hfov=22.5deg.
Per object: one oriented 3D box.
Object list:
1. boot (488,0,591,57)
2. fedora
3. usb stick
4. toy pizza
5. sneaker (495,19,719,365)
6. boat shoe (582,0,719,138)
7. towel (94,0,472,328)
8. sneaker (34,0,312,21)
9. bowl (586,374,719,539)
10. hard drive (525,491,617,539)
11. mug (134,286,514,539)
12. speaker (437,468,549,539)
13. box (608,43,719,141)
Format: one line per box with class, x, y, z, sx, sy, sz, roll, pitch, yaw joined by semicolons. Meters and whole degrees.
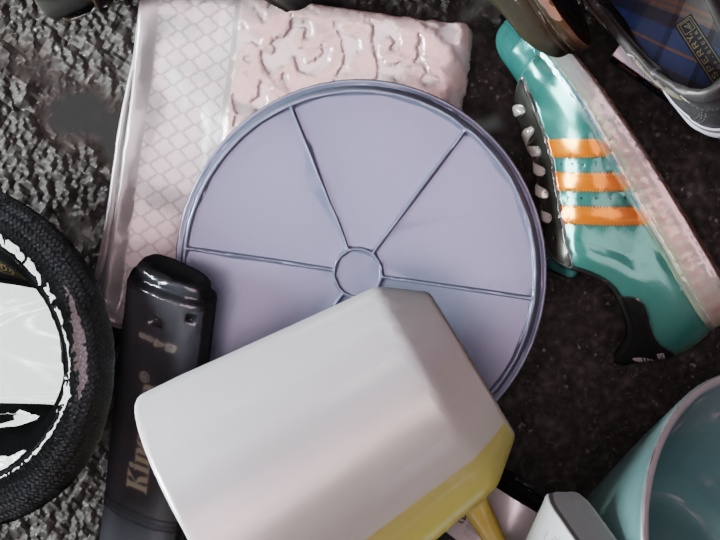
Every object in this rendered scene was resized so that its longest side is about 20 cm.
boot;0.034;-0.162;0.950;0.097;0.075;0.201;-43;65;16
fedora;-0.205;0.042;0.976;0.198;0.091;0.203;1;91;22
usb stick;-0.111;0.090;0.973;0.055;0.033;0.202;24;118;27
toy pizza;0.000;0.000;0.961;0.198;0.032;0.203;1;95;6
sneaker;0.117;-0.042;0.958;0.080;0.071;0.201;-33;85;11
boat shoe;0.137;-0.153;0.918;0.070;0.066;0.201;-34;65;16
towel;-0.044;-0.049;0.994;0.189;0.032;0.202;10;95;5
sneaker;-0.110;-0.160;0.949;0.199;0.075;0.107;36;94;32
bowl;0.183;0.162;0.922;0.105;0.200;0.202;-29;91;50
hard drive;0.090;0.226;0.859;0.026;0.132;0.202;3;122;-30
mug;-0.002;0.097;0.900;0.152;0.187;0.150;-32;46;2
speaker;0.040;0.201;0.976;0.081;0.081;0.201;30;96;3
box;0.251;-0.111;0.957;0.199;0.038;0.137;35;96;3
